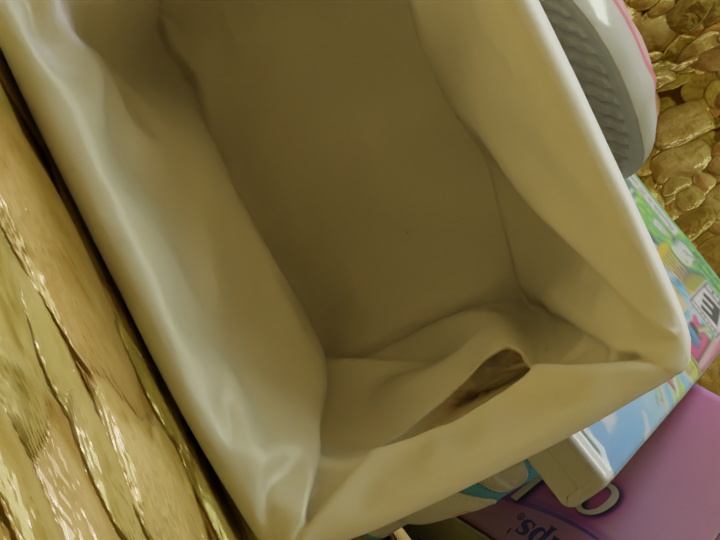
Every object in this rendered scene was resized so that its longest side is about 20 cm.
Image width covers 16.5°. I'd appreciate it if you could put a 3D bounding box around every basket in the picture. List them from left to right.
[{"bbox_3d":[-0.010,-0.040,0.718,0.200,0.135,0.123,64,2,-8],"label":"basket"}]

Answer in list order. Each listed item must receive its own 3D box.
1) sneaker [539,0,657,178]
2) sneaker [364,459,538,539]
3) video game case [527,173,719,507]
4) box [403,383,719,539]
[{"bbox_3d":[0.054,-0.129,0.838,0.200,0.075,0.105,53,49,-28],"label":"sneaker"},{"bbox_3d":[0.000,0.000,0.866,0.200,0.081,0.077,60,25,-26],"label":"sneaker"},{"bbox_3d":[0.047,-0.030,0.873,0.200,0.022,0.182,52,29,1],"label":"video game case"},{"bbox_3d":[0.115,0.123,0.995,0.176,0.097,0.200,30,-18,46],"label":"box"}]
